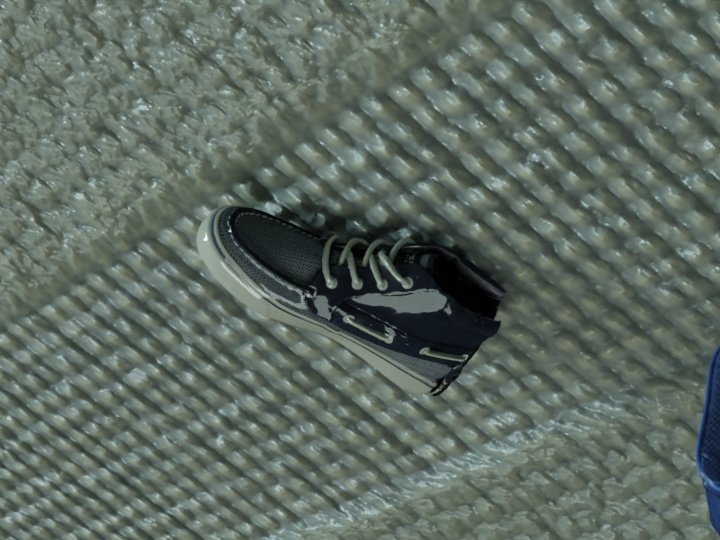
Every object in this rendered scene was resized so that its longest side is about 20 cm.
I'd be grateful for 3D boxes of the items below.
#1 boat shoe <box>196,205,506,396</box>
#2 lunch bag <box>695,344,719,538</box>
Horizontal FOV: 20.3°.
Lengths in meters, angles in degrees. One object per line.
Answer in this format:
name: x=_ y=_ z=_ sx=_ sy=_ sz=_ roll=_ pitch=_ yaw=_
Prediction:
boat shoe: x=0.000 y=0.000 z=1.283 sx=0.199 sy=0.075 sz=0.093 roll=29 pitch=136 yaw=-20
lunch bag: x=0.311 y=0.121 z=1.210 sx=0.199 sy=0.136 sz=0.133 roll=-2 pitch=136 yaw=26
